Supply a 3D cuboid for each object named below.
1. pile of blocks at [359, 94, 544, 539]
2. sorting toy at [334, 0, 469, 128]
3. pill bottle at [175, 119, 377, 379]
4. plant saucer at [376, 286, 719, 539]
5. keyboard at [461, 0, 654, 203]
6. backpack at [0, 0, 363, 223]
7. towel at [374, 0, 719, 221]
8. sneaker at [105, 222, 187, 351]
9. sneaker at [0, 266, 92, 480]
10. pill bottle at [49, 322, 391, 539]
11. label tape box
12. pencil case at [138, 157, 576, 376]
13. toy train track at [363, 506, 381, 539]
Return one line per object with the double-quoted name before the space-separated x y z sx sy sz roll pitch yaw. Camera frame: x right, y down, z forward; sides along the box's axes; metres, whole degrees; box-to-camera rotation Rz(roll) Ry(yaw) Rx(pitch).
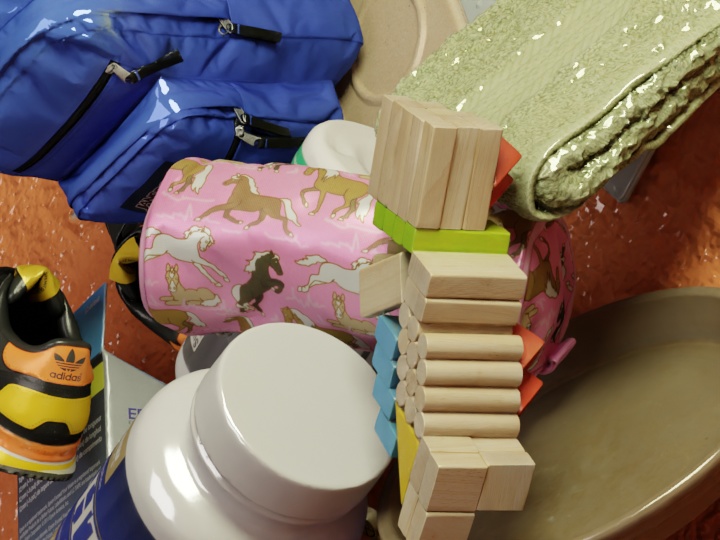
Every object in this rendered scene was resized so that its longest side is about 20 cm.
"pile of blocks" 0.044 0.023 1.290 0.082 0.062 0.200 164 107 -66
"sorting toy" -0.009 -0.122 1.594 0.185 0.036 0.200 -47 51 37
"pill bottle" -0.023 0.035 1.501 0.200 0.113 0.113 -59 41 21
"plant saucer" 0.100 0.077 1.320 0.200 0.029 0.200 -25 23 11
"keyboard" 0.091 -0.104 1.490 0.200 0.011 0.056 46 120 47
"backpack" -0.115 -0.113 1.536 0.163 0.200 0.168 -47 51 36
"towel" 0.110 -0.107 1.368 0.200 0.037 0.148 -42 35 -15
"sneaker" -0.105 -0.011 1.634 0.200 0.090 0.070 44 113 47
"sneaker" -0.187 0.028 1.598 0.200 0.070 0.090 52 126 52
"pill bottle" -0.066 0.116 1.392 0.200 0.120 0.120 -53 42 44
"label tape box" -0.136 0.126 1.629 0.143 0.066 0.200 -40 47 55
"pencil case" 0.000 0.000 1.379 0.200 0.087 0.083 8 72 21
"toy train track" 0.011 0.124 1.453 0.033 0.115 0.200 52 150 -4
